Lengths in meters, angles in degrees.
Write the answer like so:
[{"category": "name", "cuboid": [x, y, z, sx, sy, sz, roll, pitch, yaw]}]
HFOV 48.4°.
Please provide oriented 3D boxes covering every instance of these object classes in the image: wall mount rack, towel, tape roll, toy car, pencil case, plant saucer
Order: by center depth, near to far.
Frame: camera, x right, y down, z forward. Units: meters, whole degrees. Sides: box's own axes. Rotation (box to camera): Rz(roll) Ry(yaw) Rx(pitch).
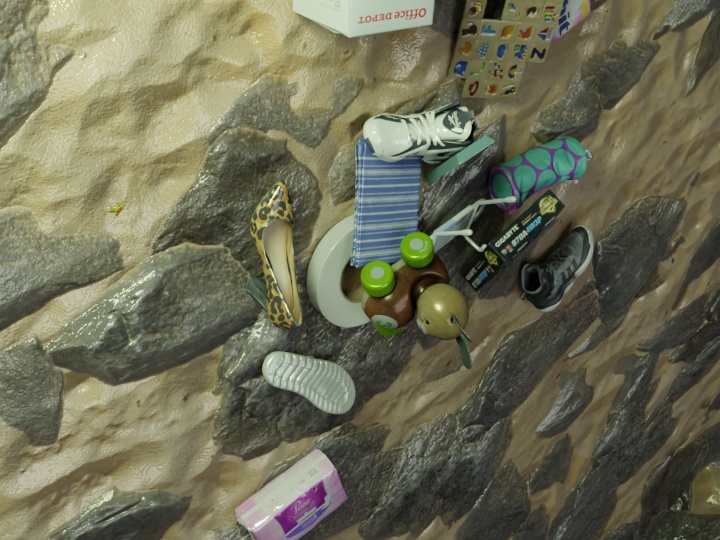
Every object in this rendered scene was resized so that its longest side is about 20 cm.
[{"category": "plant saucer", "cuboid": [0.156, -0.178, 1.291, 0.069, 0.200, 0.019, -34, 92, -9]}, {"category": "toy car", "cuboid": [0.111, 0.072, 1.299, 0.157, 0.200, 0.165, -35, 149, -12]}, {"category": "towel", "cuboid": [0.042, -0.111, 1.301, 0.143, 0.024, 0.203, -9, 107, -42]}, {"category": "tape roll", "cuboid": [0.000, 0.000, 1.359, 0.201, 0.037, 0.205, -22, 128, -30]}, {"category": "wall mount rack", "cuboid": [0.185, -0.067, 1.405, 0.199, 0.075, 0.175, -37, 159, -28]}, {"category": "pencil case", "cuboid": [0.331, -0.180, 1.486, 0.198, 0.085, 0.093, -24, 86, -25]}]

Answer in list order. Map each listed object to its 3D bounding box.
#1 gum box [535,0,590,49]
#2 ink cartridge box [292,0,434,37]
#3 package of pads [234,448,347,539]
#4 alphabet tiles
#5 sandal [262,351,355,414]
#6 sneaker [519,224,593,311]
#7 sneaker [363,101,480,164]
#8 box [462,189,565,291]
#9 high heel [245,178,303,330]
[{"category": "gum box", "cuboid": [0.302, -0.471, 1.294, 0.113, 0.066, 0.201, -37, 134, -14]}, {"category": "ink cartridge box", "cuboid": [0.005, -0.420, 1.022, 0.144, 0.144, 0.203, -17, 126, -31]}, {"category": "package of pads", "cuboid": [-0.127, 0.437, 1.498, 0.199, 0.076, 0.122, -34, 135, -18]}, {"category": "alphabet tiles", "cuboid": [0.231, -0.368, 1.286, 0.164, 0.008, 0.202, -2, 130, -17]}, {"category": "sandal", "cuboid": [-0.089, 0.186, 1.397, 0.202, 0.050, 0.083, 32, 79, -34]}, {"category": "sneaker", "cuboid": [0.402, -0.010, 1.660, 0.113, 0.075, 0.202, 17, 107, -47]}, {"category": "sneaker", "cuboid": [0.107, -0.219, 1.233, 0.197, 0.129, 0.081, 8, 67, -43]}, {"category": "box", "cuboid": [0.277, -0.050, 1.473, 0.159, 0.046, 0.200, -40, 171, -16]}, {"category": "high heel", "cuboid": [-0.107, -0.020, 1.180, 0.071, 0.142, 0.203, -4, 119, -37]}]
